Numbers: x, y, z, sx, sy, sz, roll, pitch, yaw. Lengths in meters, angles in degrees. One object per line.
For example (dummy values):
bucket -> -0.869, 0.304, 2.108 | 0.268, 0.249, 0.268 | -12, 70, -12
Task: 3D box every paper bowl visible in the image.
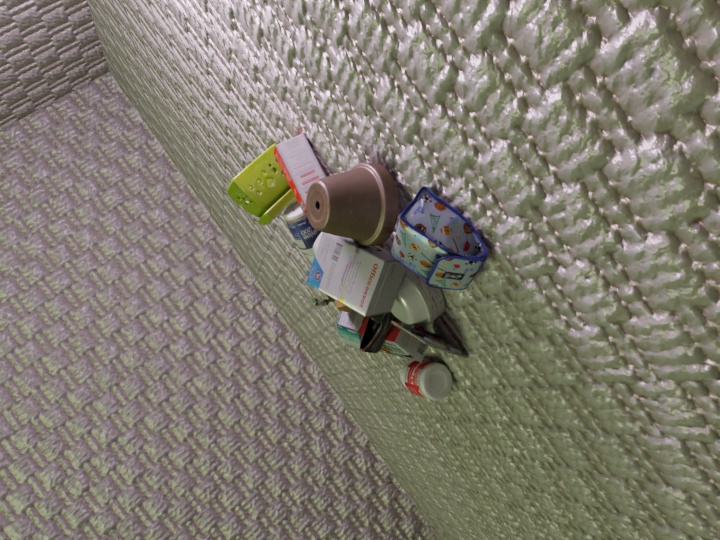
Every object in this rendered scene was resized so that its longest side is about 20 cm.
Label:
paper bowl -> 0.130, 0.064, 1.560 | 0.201, 0.103, 0.202 | 47, 160, 23

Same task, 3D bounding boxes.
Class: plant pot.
plant pot -> -0.032, -0.154, 1.357 | 0.198, 0.171, 0.207 | 13, 106, 53
plant pot -> -0.317, -0.277, 1.932 | 0.182, 0.200, 0.198 | 48, 162, -9

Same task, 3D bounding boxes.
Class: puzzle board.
puzzle board -> 0.196, 0.190, 1.591 | 0.197, 0.018, 0.150 | 22, -176, -41

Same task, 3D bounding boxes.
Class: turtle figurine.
turtle figurine -> -0.140, 0.058, 2.144 | 0.201, 0.143, 0.194 | 49, 157, 2

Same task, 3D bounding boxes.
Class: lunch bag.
lunch bag -> 0.173, -0.050, 1.245 | 0.198, 0.125, 0.171 | 36, 158, 10

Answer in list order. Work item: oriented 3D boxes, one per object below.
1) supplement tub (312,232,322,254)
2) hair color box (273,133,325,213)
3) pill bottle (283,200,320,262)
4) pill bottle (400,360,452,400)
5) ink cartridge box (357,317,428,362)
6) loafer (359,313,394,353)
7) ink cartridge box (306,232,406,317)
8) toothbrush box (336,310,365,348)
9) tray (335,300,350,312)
supplement tub -> -0.032, -0.030, 1.644 | 0.200, 0.144, 0.145 | 44, 159, 19
hair color box -> -0.164, -0.280, 1.646 | 0.204, 0.100, 0.061 | 63, 162, 5
pill bottle -> -0.178, -0.132, 1.958 | 0.110, 0.110, 0.203 | 26, 147, 53
pill bottle -> 0.205, 0.350, 1.848 | 0.114, 0.111, 0.199 | 56, 161, -8
ink cartridge box -> 0.090, 0.195, 1.775 | 0.175, 0.085, 0.198 | 39, 161, -30
loafer -> 0.049, 0.155, 1.683 | 0.072, 0.062, 0.205 | 36, 118, 45
ink cartridge box -> -0.007, 0.005, 1.465 | 0.197, 0.150, 0.145 | 27, -167, 27
toothbrush box -> -0.014, 0.161, 1.950 | 0.083, 0.150, 0.201 | 17, 160, 10
tray -> -0.066, 0.024, 1.820 | 0.099, 0.036, 0.206 | 34, -137, -71
